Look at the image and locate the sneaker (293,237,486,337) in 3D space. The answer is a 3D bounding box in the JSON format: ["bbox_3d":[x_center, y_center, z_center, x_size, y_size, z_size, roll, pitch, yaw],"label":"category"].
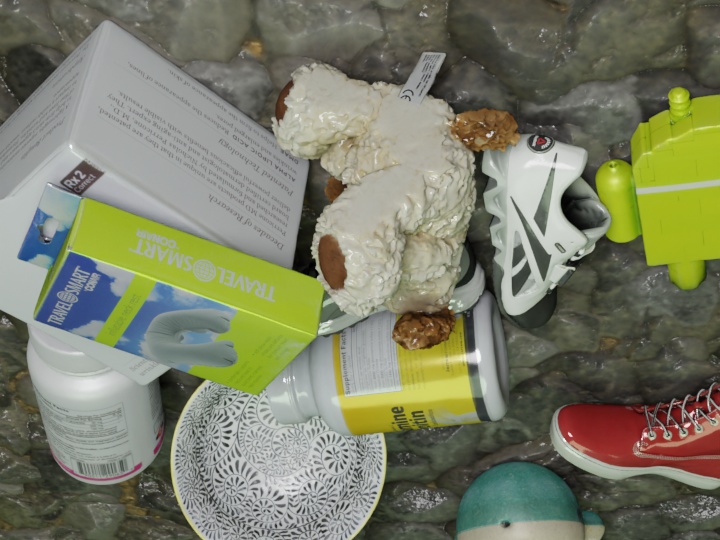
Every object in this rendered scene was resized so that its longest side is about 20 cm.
[{"bbox_3d":[0.000,0.000,1.045,0.197,0.074,0.080,-11,127,13],"label":"sneaker"}]

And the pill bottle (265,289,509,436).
[{"bbox_3d":[0.023,0.082,1.091,0.197,0.113,0.113,-8,139,13],"label":"pill bottle"}]

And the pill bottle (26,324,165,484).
[{"bbox_3d":[-0.238,0.095,1.151,0.112,0.114,0.201,6,140,1],"label":"pill bottle"}]

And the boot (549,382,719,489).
[{"bbox_3d":[0.281,0.129,1.152,0.197,0.073,0.145,10,141,-16],"label":"boot"}]

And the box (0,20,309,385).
[{"bbox_3d":[-0.177,-0.042,0.964,0.199,0.132,0.198,33,134,-28],"label":"box"}]

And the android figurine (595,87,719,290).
[{"bbox_3d":[0.266,-0.062,0.946,0.179,0.041,0.201,-7,139,17],"label":"android figurine"}]

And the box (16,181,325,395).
[{"bbox_3d":[-0.136,0.017,0.879,0.198,0.048,0.122,20,148,-16],"label":"box"}]

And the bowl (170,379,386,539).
[{"bbox_3d":[-0.076,0.168,1.205,0.197,0.094,0.204,0,96,-3],"label":"bowl"}]

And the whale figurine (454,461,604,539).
[{"bbox_3d":[0.172,0.255,1.315,0.157,0.105,0.200,-11,162,19],"label":"whale figurine"}]

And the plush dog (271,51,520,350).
[{"bbox_3d":[0.031,-0.042,0.921,0.158,0.202,0.173,-14,147,-8],"label":"plush dog"}]

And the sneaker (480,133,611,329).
[{"bbox_3d":[0.148,-0.020,0.976,0.087,0.075,0.201,8,143,21],"label":"sneaker"}]
